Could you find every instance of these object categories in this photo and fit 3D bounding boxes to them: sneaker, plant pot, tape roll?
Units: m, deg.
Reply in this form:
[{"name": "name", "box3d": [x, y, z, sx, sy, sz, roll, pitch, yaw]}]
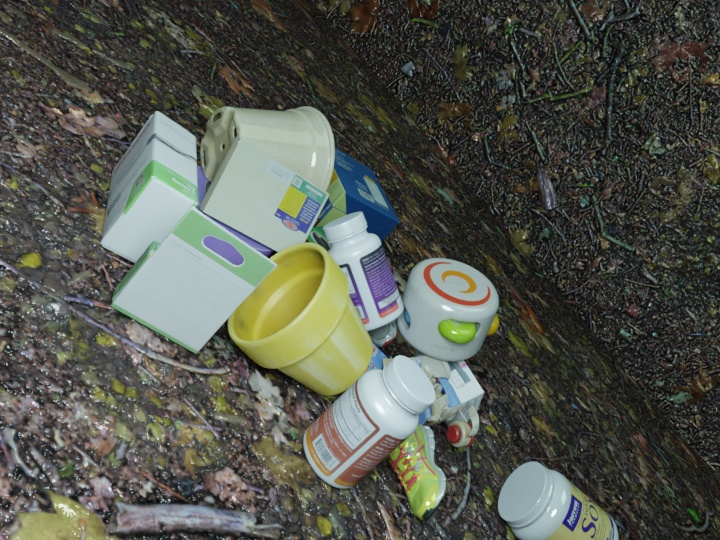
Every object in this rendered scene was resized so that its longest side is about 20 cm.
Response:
[{"name": "sneaker", "box3d": [0.081, 0.326, 1.196, 0.089, 0.079, 0.201, 28, 21, -20]}, {"name": "plant pot", "box3d": [-0.175, -0.206, 1.283, 0.181, 0.201, 0.202, 3, 45, -44]}, {"name": "plant pot", "box3d": [-0.079, 0.092, 1.154, 0.189, 0.199, 0.203, 49, 17, -33]}, {"name": "tape roll", "box3d": [-0.244, -0.083, 1.279, 0.199, 0.085, 0.201, 37, 23, -19]}, {"name": "sneaker", "box3d": [0.007, 0.069, 1.464, 0.202, 0.077, 0.082, 58, 11, 30]}]

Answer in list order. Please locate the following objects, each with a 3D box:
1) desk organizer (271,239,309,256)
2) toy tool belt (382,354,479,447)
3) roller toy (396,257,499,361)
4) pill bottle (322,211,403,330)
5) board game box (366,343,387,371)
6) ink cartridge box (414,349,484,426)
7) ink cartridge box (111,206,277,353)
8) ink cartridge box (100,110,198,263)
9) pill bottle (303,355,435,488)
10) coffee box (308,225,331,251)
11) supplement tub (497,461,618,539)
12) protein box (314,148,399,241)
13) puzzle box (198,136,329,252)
[{"name": "desk organizer", "box3d": [-0.129, -0.023, 1.344, 0.076, 0.072, 0.200, 21, 19, -43]}, {"name": "toy tool belt", "box3d": [0.118, 0.243, 1.339, 0.121, 0.126, 0.202, 7, 40, -39]}, {"name": "roller toy", "box3d": [0.167, 0.078, 1.405, 0.181, 0.142, 0.199, 34, 36, 24]}, {"name": "pill bottle", "box3d": [0.000, 0.000, 1.349, 0.112, 0.109, 0.204, -54, 126, -68]}, {"name": "board game box", "box3d": [-0.043, 0.129, 1.342, 0.200, 0.037, 0.151, 45, 21, -2]}, {"name": "ink cartridge box", "box3d": [0.185, 0.235, 1.457, 0.202, 0.066, 0.118, 60, -18, 29]}, {"name": "ink cartridge box", "box3d": [-0.228, 0.009, 0.990, 0.144, 0.200, 0.048, 34, 24, -26]}, {"name": "ink cartridge box", "box3d": [-0.326, -0.130, 1.126, 0.083, 0.145, 0.202, 30, 27, -32]}, {"name": "pill bottle", "box3d": [0.014, 0.221, 1.067, 0.112, 0.200, 0.113, 37, 23, -19]}, {"name": "coffee box", "box3d": [-0.089, -0.031, 1.526, 0.124, 0.044, 0.199, 50, 22, 8]}, {"name": "supplement tub", "box3d": [0.370, 0.471, 1.361, 0.199, 0.145, 0.146, 40, 22, -14]}, {"name": "protein box", "box3d": [-0.043, -0.169, 1.724, 0.197, 0.135, 0.202, 24, 31, -43]}, {"name": "puzzle box", "box3d": [-0.157, -0.116, 1.212, 0.198, 0.135, 0.025, 29, -1, -37]}]
